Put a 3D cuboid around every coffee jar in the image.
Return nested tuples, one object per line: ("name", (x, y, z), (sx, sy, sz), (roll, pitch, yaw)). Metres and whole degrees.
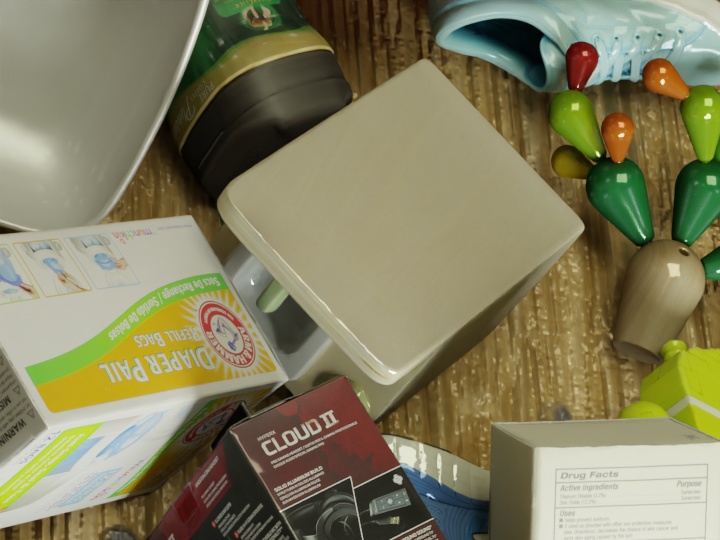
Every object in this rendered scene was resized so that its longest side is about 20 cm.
("coffee jar", (-0.083, -0.141, 1.535), (0.085, 0.104, 0.201), (-17, 71, -33))

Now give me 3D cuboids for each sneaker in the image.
("sneaker", (0.131, -0.130, 1.647), (0.198, 0.074, 0.082), (14, 58, -3))
("sneaker", (0.071, 0.153, 1.461), (0.198, 0.079, 0.090), (14, 67, -8))

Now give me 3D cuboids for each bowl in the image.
("bowl", (-0.188, -0.135, 1.456), (0.199, 0.201, 0.075), (24, 14, -9))

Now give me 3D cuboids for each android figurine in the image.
("android figurine", (0.209, 0.120, 1.512), (0.181, 0.041, 0.201), (26, 35, -38))

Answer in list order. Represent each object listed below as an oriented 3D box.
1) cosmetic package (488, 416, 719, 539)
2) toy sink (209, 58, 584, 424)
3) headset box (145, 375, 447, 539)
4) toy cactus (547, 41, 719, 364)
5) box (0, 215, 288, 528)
("cosmetic package", (0.118, 0.178, 1.392), (0.103, 0.073, 0.202), (0, 96, -16))
("toy sink", (0.000, 0.000, 1.469), (0.130, 0.112, 0.200), (46, 41, 6))
("headset box", (-0.020, 0.160, 1.361), (0.077, 0.149, 0.201), (-22, 72, -33))
("toy cactus", (0.181, -0.028, 1.606), (0.199, 0.102, 0.166), (29, 75, -19))
("box", (-0.145, 0.050, 1.347), (0.200, 0.112, 0.102), (-8, 62, -59))
